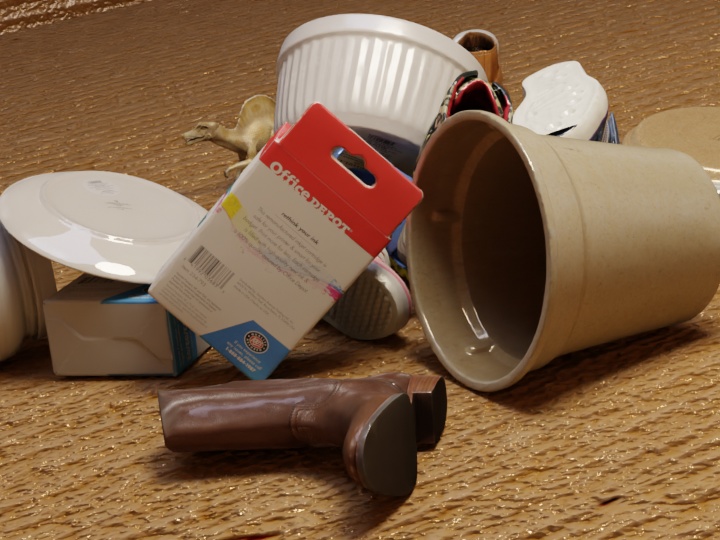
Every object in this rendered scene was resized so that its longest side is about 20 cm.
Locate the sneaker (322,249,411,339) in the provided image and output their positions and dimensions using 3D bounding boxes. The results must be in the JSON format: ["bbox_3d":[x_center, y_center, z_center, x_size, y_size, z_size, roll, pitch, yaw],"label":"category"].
[{"bbox_3d":[0.000,0.000,1.461,0.104,0.076,0.200,-26,19,-31],"label":"sneaker"}]

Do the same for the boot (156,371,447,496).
[{"bbox_3d":[-0.057,0.107,1.164,0.199,0.065,0.186,0,5,16],"label":"boot"}]

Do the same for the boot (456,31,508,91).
[{"bbox_3d":[0.113,-0.169,1.817,0.076,0.156,0.200,-9,17,0],"label":"boot"}]

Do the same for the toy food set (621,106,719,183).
[{"bbox_3d":[0.337,-0.099,1.613,0.197,0.049,0.200,12,27,21],"label":"toy food set"}]

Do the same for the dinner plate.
[{"bbox_3d":[-0.200,-0.045,1.460,0.199,0.024,0.200,13,23,-6],"label":"dinner plate"}]

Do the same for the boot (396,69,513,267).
[{"bbox_3d":[0.091,-0.110,1.438,0.073,0.154,0.204,19,48,1],"label":"boot"}]

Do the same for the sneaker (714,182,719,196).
[{"bbox_3d":[0.310,-0.045,1.455,0.087,0.076,0.200,-22,22,-37],"label":"sneaker"}]

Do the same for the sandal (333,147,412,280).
[{"bbox_3d":[0.035,-0.051,1.529,0.200,0.087,0.080,24,61,33],"label":"sandal"}]

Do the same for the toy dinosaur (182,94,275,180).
[{"bbox_3d":[-0.099,-0.148,1.948,0.200,0.102,0.058,-22,21,-36],"label":"toy dinosaur"}]

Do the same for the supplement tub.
[{"bbox_3d":[-0.365,0.019,1.465,0.199,0.146,0.145,-15,18,-20],"label":"supplement tub"}]

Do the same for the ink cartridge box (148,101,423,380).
[{"bbox_3d":[-0.054,-0.027,1.340,0.200,0.116,0.067,-47,8,15],"label":"ink cartridge box"}]

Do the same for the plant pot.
[{"bbox_3d":[0.161,-0.020,1.296,0.183,0.201,0.200,-4,13,-27],"label":"plant pot"}]

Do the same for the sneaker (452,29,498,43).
[{"bbox_3d":[0.138,-0.248,2.238,0.088,0.076,0.200,17,34,29],"label":"sneaker"}]

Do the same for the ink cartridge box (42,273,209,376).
[{"bbox_3d":[-0.168,0.023,1.485,0.115,0.068,0.200,0,19,20],"label":"ink cartridge box"}]

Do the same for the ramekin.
[{"bbox_3d":[0.012,-0.138,1.619,0.199,0.200,0.105,0,63,26],"label":"ramekin"}]

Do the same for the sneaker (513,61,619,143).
[{"bbox_3d":[0.182,-0.081,1.451,0.080,0.147,0.200,-18,19,11],"label":"sneaker"}]
